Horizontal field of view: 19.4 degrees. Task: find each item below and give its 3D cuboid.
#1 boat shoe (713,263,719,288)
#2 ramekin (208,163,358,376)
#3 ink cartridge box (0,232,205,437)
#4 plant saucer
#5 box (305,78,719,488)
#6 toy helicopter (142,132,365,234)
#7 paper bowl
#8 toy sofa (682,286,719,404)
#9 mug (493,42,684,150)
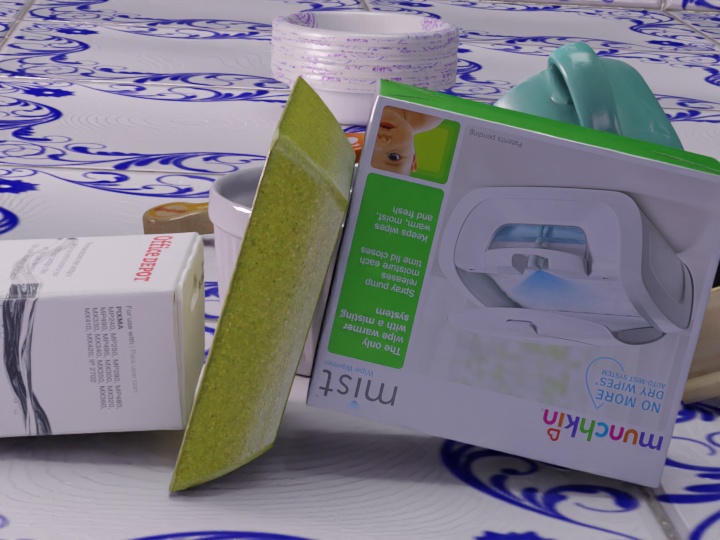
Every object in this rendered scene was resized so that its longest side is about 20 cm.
[{"bbox_3d":[0.223,-0.004,1.526,0.199,0.076,0.074,7,5,-14],"label":"boat shoe"},{"bbox_3d":[0.000,0.000,1.366,0.199,0.106,0.200,3,14,-1],"label":"ramekin"},{"bbox_3d":[-0.191,0.036,1.185,0.199,0.085,0.145,-3,14,1],"label":"ink cartridge box"},{"bbox_3d":[-0.046,0.007,1.157,0.048,0.201,0.200,16,14,-2],"label":"plant saucer"},{"bbox_3d":[0.085,0.005,1.152,0.199,0.177,0.097,14,10,-1],"label":"box"},{"bbox_3d":[-0.072,-0.041,1.631,0.199,0.079,0.132,-7,22,4],"label":"toy helicopter"},{"bbox_3d":[0.003,-0.215,2.235,0.200,0.105,0.201,3,14,-1],"label":"paper bowl"},{"bbox_3d":[0.280,0.042,1.348,0.083,0.098,0.200,-17,-1,37],"label":"toy sofa"},{"bbox_3d":[0.162,-0.072,1.570,0.185,0.152,0.115,25,34,-52],"label":"mug"}]
